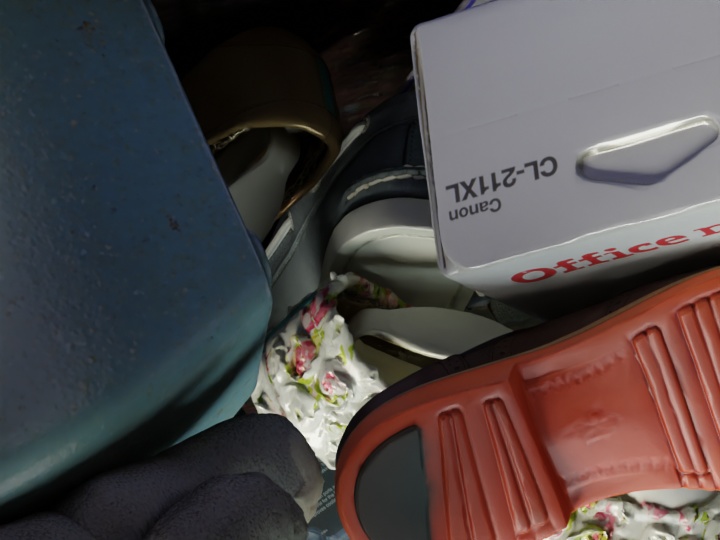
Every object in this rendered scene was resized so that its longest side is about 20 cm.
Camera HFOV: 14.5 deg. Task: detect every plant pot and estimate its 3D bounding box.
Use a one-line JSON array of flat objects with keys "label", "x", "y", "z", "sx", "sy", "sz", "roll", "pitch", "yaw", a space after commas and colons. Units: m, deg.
[{"label": "plant pot", "x": -0.139, "y": 0.007, "z": 0.859, "sx": 0.200, "sy": 0.196, "sz": 0.196, "roll": -23, "pitch": 166, "yaw": -12}]

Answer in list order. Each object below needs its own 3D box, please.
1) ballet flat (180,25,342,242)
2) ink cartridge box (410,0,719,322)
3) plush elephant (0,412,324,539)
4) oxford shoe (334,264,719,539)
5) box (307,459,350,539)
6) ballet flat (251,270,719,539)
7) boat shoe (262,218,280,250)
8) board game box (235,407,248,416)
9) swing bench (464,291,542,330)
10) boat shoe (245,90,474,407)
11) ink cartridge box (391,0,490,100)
[{"label": "ballet flat", "x": -0.083, "y": 0.001, "z": 0.965, "sx": 0.069, "sy": 0.063, "sz": 0.200, "roll": 30, "pitch": 109, "yaw": -39}, {"label": "ink cartridge box", "x": 0.126, "y": -0.032, "z": 0.877, "sx": 0.146, "sy": 0.083, "sz": 0.200, "roll": -15, "pitch": 161, "yaw": 25}, {"label": "plush elephant", "x": -0.065, "y": 0.144, "z": 0.773, "sx": 0.165, "sy": 0.155, "sz": 0.200, "roll": -38, "pitch": 169, "yaw": 11}, {"label": "oxford shoe", "x": 0.086, "y": 0.030, "z": 0.847, "sx": 0.200, "sy": 0.071, "sz": 0.073, "roll": -14, "pitch": -164, "yaw": 0}, {"label": "box", "x": -0.009, "y": 0.140, "z": 0.944, "sx": 0.200, "sy": 0.161, "sz": 0.049, "roll": -35, "pitch": 170, "yaw": -24}, {"label": "ballet flat", "x": 0.060, "y": 0.055, "z": 0.934, "sx": 0.200, "sy": 0.076, "sz": 0.064, "roll": 19, "pitch": 127, "yaw": -9}, {"label": "boat shoe", "x": -0.072, "y": -0.018, "z": 1.045, "sx": 0.200, "sy": 0.070, "sz": 0.066, "roll": 6, "pitch": 157, "yaw": -34}, {"label": "board game box", "x": -0.045, "y": 0.088, "z": 1.102, "sx": 0.023, "sy": 0.105, "sz": 0.200, "roll": -41, "pitch": 162, "yaw": -11}, {"label": "swing bench", "x": 0.090, "y": 0.037, "z": 1.142, "sx": 0.199, "sy": 0.130, "sz": 0.200, "roll": -27, "pitch": -163, "yaw": -31}, {"label": "boat shoe", "x": 0.000, "y": 0.000, "z": 1.010, "sx": 0.073, "sy": 0.062, "sz": 0.200, "roll": 8, "pitch": 156, "yaw": -12}, {"label": "ink cartridge box", "x": 0.108, "y": -0.094, "z": 0.967, "sx": 0.200, "sy": 0.043, "sz": 0.198, "roll": -6, "pitch": 162, "yaw": -21}]
